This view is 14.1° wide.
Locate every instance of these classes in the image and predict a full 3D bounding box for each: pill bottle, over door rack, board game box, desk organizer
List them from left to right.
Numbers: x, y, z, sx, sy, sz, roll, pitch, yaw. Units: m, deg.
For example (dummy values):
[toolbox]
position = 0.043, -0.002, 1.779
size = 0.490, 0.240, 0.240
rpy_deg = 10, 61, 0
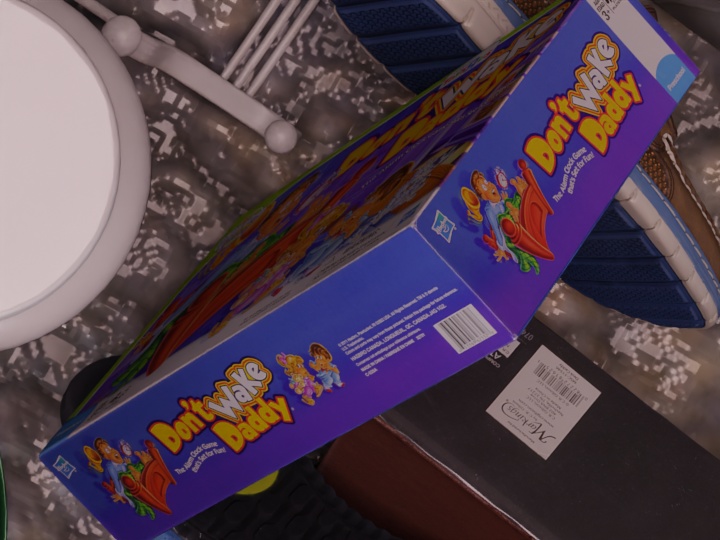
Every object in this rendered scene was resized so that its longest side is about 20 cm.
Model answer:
[pill bottle]
position = -0.122, -0.032, 0.892
size = 0.116, 0.200, 0.116
rpy_deg = 0, 89, -6
[over door rack]
position = -0.066, -0.150, 0.958
size = 0.200, 0.067, 0.148
rpy_deg = 34, 91, -10
[board game box]
position = 0.000, 0.000, 0.899
size = 0.045, 0.200, 0.134
rpy_deg = 47, 47, -10
[desk organizer]
position = 0.084, 0.098, 1.001
size = 0.200, 0.077, 0.072
rpy_deg = 38, 57, 5

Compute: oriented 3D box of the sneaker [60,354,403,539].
[sneaker]
position = -0.025, 0.109, 0.995
size = 0.200, 0.078, 0.066
rpy_deg = 34, 49, 6

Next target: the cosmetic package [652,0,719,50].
[cosmetic package]
position = 0.235, -0.097, 0.954
size = 0.200, 0.165, 0.165
rpy_deg = 34, 91, -10

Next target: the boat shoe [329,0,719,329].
[boat shoe]
position = 0.073, -0.060, 0.972
size = 0.200, 0.072, 0.072
rpy_deg = 49, 61, -34

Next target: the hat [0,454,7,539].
[hat]
position = -0.197, 0.108, 0.915
size = 0.165, 0.176, 0.200
rpy_deg = 5, 97, -6
